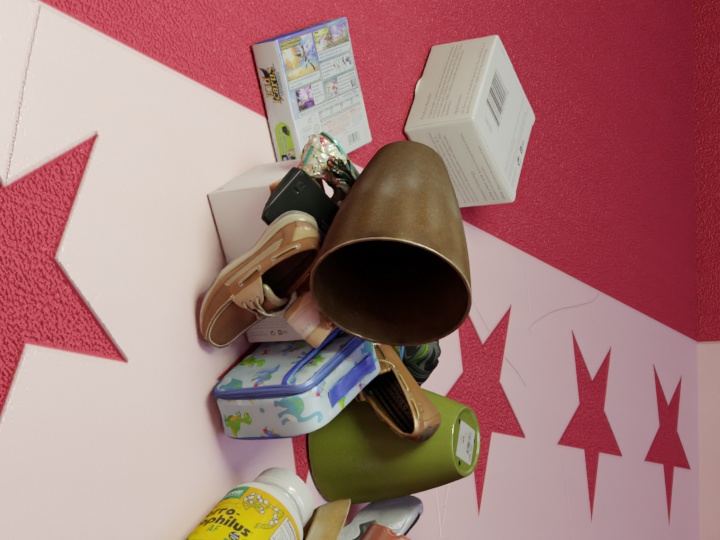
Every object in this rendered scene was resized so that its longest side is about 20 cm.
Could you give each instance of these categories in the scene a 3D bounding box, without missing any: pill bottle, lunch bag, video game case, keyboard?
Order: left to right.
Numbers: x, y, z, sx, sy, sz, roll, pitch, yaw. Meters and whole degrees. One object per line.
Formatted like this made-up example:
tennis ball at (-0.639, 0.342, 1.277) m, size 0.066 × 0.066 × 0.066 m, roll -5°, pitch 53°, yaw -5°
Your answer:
pill bottle at (-0.136, 0.321, 1.434) m, size 0.200 × 0.111 × 0.114 m, roll -43°, pitch 123°, yaw -52°
lunch bag at (-0.074, 0.133, 1.516) m, size 0.200 × 0.159 × 0.084 m, roll -39°, pitch 118°, yaw -53°
video game case at (-0.064, -0.243, 1.692) m, size 0.200 × 0.045 × 0.184 m, roll -34°, pitch 117°, yaw -56°
keyboard at (-0.034, -0.065, 1.502) m, size 0.127 × 0.021 × 0.200 m, roll -47°, pitch 138°, yaw -3°

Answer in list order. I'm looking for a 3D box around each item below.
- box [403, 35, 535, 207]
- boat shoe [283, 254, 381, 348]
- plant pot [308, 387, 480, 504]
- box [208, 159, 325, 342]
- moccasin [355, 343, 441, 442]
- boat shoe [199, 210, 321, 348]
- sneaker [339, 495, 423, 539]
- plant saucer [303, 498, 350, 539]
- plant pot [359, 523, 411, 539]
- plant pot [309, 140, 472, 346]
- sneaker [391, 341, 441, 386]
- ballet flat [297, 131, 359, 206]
box at (0.186, -0.245, 2.038) m, size 0.201 × 0.129 × 0.201 m, roll 56°, pitch 41°, yaw -41°
boat shoe at (-0.005, 0.037, 1.504) m, size 0.199 × 0.074 × 0.070 m, roll -29°, pitch 78°, yaw -35°
plant pot at (0.059, 0.233, 1.690) m, size 0.186 × 0.197 × 0.190 m, roll 10°, pitch 78°, yaw -60°
box at (-0.099, -0.026, 1.554) m, size 0.124 × 0.096 × 0.203 m, roll -38°, pitch 118°, yaw -55°
moccasin at (0.021, 0.146, 1.608) m, size 0.077 × 0.074 × 0.202 m, roll 10°, pitch 38°, yaw -56°
boat shoe at (-0.118, 0.020, 1.442) m, size 0.075 × 0.201 × 0.072 m, roll 26°, pitch 22°, yaw -38°
sneaker at (0.017, 0.403, 1.704) m, size 0.199 × 0.075 × 0.115 m, roll -32°, pitch 122°, yaw -34°
plant saucer at (-0.073, 0.369, 1.523) m, size 0.202 × 0.035 × 0.200 m, roll -63°, pitch -179°, yaw 2°
plant pot at (0.027, 0.446, 1.558) m, size 0.197 × 0.199 × 0.201 m, roll -57°, pitch 137°, yaw -17°
plant pot at (0.047, -0.048, 1.431) m, size 0.188 × 0.184 × 0.202 m, roll 56°, pitch 32°, yaw -40°
sneaker at (0.067, 0.100, 1.709) m, size 0.083 × 0.071 × 0.200 m, roll -40°, pitch 150°, yaw -8°
ballet flat at (-0.022, -0.098, 1.553) m, size 0.064 × 0.075 × 0.200 m, roll -52°, pitch 134°, yaw -10°
